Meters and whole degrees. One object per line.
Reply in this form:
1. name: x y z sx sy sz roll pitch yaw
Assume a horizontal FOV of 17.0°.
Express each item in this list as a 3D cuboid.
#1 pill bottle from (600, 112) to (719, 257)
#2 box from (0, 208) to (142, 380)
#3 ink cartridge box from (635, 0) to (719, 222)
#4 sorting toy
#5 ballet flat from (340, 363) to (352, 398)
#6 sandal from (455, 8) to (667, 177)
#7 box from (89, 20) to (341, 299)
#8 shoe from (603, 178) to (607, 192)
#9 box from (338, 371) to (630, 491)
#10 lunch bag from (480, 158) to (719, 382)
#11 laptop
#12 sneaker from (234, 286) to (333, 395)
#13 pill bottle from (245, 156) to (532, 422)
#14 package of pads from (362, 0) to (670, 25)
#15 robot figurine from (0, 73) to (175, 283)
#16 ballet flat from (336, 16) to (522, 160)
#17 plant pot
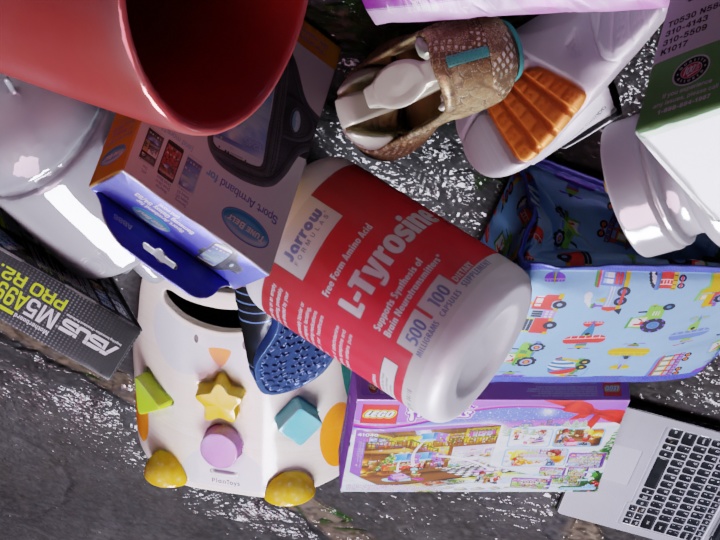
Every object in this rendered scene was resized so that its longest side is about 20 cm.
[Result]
1. pill bottle: 0.244 -0.074 1.381 0.199 0.112 0.111 -17 136 23
2. box: -0.244 -0.010 1.671 0.160 0.044 0.200 31 -173 -23
3. ink cartridge box: 0.238 -0.140 1.242 0.144 0.201 0.084 -17 132 40
4. sorting toy: -0.097 0.072 1.818 0.198 0.107 0.181 7 127 14
5. ballet flat: 0.016 0.027 1.722 0.065 0.071 0.200 -12 149 -6
6. sandal: 0.136 -0.122 1.426 0.059 0.080 0.207 6 146 -40
7. box: -0.088 -0.085 1.458 0.119 0.201 0.041 35 142 -28
8. shoe: 0.243 -0.070 1.487 0.199 0.054 0.070 -2 176 32
9. box: 0.087 0.113 1.760 0.198 0.039 0.137 1 147 -6
10. lunch bag: 0.180 0.017 1.614 0.198 0.095 0.151 11 145 -9
11. laptop: 0.251 0.211 1.833 0.198 0.117 0.188 15 147 1
12. sneaker: -0.056 0.007 1.695 0.070 0.078 0.201 -16 147 -15
13. pill bottle: 0.000 0.000 1.527 0.199 0.112 0.113 32 151 18
14. package of pads: 0.082 -0.200 1.327 0.199 0.076 0.121 1 142 26
15. robot figurine: -0.189 -0.073 1.598 0.169 0.113 0.200 6 149 44
16. ballet flat: 0.023 -0.110 1.457 0.065 0.071 0.200 -14 173 -29
17. plant pot: -0.150 -0.184 1.364 0.176 0.201 0.201 7 147 29
